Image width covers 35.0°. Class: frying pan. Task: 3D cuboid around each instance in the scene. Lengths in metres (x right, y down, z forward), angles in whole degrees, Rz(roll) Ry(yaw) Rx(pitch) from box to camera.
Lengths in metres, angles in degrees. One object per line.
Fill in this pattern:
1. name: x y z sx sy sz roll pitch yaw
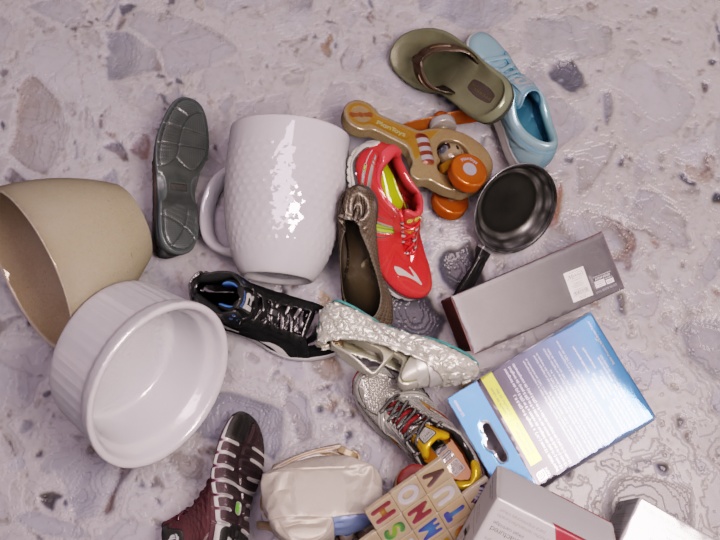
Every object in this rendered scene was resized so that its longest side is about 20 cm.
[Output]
1. frying pan: 0.175 -0.042 1.385 0.113 0.031 0.193 4 113 -26

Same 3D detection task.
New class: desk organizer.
1. desk organizer: 0.200 0.028 1.347 0.197 0.077 0.073 -22 89 -9

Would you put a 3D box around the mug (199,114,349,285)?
1. mug: -0.112 -0.077 1.366 0.197 0.147 0.179 -2 78 32

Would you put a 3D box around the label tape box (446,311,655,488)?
1. label tape box: 0.218 0.163 1.324 0.198 0.066 0.145 -30 78 -2

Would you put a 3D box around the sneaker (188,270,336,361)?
1. sneaker: -0.111 0.054 1.339 0.197 0.112 0.074 14 78 6

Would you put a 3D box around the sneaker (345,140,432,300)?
1. sneaker: 0.044 -0.055 1.340 0.077 0.084 0.203 -32 109 -34

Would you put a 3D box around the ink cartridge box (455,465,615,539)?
1. ink cartridge box: 0.164 0.337 1.224 0.145 0.083 0.202 26 107 0

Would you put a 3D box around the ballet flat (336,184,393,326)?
1. ballet flat: 0.000 0.000 1.330 0.066 0.046 0.203 6 116 22

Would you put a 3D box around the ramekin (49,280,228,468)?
1. ramekin: -0.253 0.110 1.290 0.097 0.201 0.202 27 78 33

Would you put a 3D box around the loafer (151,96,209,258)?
1. loafer: -0.234 -0.113 1.411 0.071 0.063 0.204 13 71 -32

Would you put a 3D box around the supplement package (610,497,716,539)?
1. supplement package: 0.302 0.367 1.242 0.120 0.120 0.202 27 80 8

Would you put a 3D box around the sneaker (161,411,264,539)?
1. sneaker: -0.180 0.262 1.317 0.114 0.076 0.203 -16 50 31

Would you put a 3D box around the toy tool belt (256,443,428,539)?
1. toy tool belt: -0.019 0.265 1.297 0.196 0.123 0.127 -5 64 -10

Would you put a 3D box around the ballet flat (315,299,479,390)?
1. ballet flat: 0.036 0.101 1.315 0.197 0.072 0.073 22 78 5

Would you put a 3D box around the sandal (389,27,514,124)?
1. sandal: 0.107 -0.247 1.393 0.200 0.057 0.081 36 102 40

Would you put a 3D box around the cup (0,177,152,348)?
1. cup: -0.331 -0.029 1.344 0.142 0.201 0.201 -28 75 -31

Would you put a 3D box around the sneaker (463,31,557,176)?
1. sneaker: 0.191 -0.219 1.396 0.073 0.082 0.202 -20 75 -26

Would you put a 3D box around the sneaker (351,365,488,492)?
1. sneaker: 0.071 0.181 1.316 0.199 0.082 0.078 40 82 12

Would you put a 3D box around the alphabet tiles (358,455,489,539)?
1. alphabet tiles: 0.082 0.293 1.250 0.166 0.201 0.008 -34 38 -6

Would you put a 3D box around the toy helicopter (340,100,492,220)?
1. toy helicopter: 0.071 -0.161 1.397 0.197 0.079 0.134 24 56 -4
